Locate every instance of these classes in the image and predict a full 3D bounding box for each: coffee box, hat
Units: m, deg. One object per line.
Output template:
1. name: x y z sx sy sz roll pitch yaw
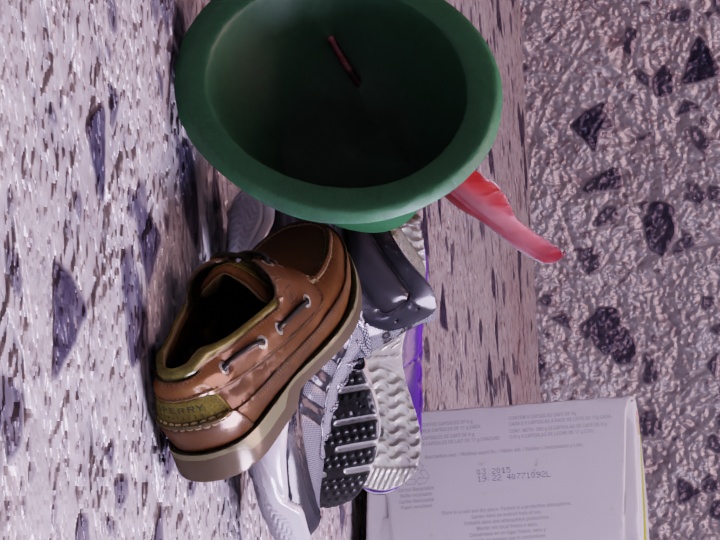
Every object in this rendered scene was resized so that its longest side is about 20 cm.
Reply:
1. coffee box: 0.113 0.231 2.011 0.198 0.198 0.201 74 14 -60
2. hat: -0.004 -0.047 1.498 0.166 0.199 0.176 -52 163 -28

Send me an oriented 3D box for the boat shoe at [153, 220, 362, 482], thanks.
1. boat shoe: -0.051 0.021 1.396 0.200 0.071 0.068 -67 142 -55

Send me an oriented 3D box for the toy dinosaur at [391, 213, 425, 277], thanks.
1. toy dinosaur: 0.000 0.000 1.714 0.077 0.102 0.201 -85 167 -45

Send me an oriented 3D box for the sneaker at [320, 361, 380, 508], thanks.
1. sneaker: -0.026 0.042 1.624 0.080 0.073 0.201 -74 159 -72

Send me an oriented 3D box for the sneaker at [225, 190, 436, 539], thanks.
1. sneaker: -0.012 0.051 1.527 0.075 0.113 0.202 -175 -101 -81

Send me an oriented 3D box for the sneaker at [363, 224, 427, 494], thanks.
1. sneaker: 0.011 0.060 1.920 0.100 0.069 0.202 81 11 -77
